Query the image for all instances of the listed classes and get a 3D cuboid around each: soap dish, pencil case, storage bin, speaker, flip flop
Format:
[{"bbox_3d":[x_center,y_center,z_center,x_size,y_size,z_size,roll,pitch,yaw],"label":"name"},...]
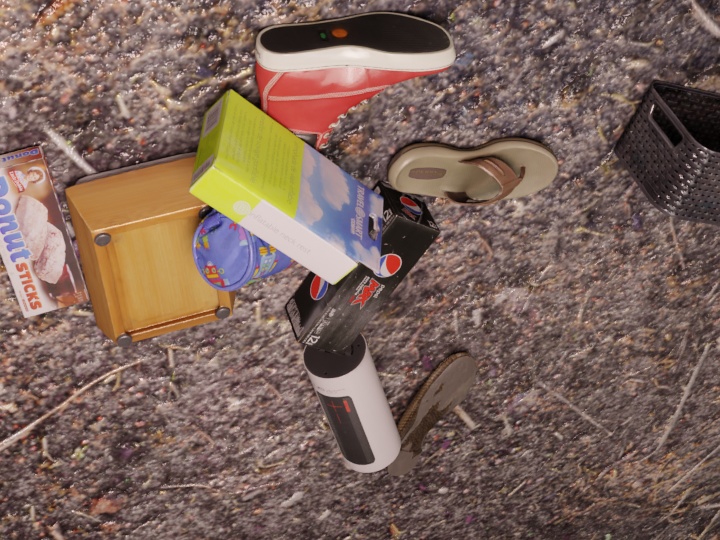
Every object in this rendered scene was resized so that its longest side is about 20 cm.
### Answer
[{"bbox_3d":[-0.210,-0.018,1.447,0.156,0.081,0.201,-14,136,-11],"label":"soap dish"},{"bbox_3d":[-0.088,-0.042,1.414,0.078,0.087,0.200,-25,180,33],"label":"pencil case"},{"bbox_3d":[0.405,-0.125,1.574,0.199,0.136,0.094,6,128,-28],"label":"storage bin"},{"bbox_3d":[-0.008,0.158,1.700,0.081,0.081,0.201,-22,136,-3],"label":"speaker"},{"bbox_3d":[0.127,-0.102,1.532,0.198,0.058,0.081,0,131,-23],"label":"flip flop"}]

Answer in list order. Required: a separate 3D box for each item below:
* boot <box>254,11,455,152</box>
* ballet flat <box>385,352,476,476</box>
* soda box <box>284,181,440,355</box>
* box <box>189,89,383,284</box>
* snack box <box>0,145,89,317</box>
[{"bbox_3d":[-0.006,-0.177,1.398,0.198,0.073,0.145,-5,133,-8],"label":"boot"},{"bbox_3d":[0.082,0.178,1.789,0.067,0.046,0.201,12,120,-32],"label":"ballet flat"},{"bbox_3d":[0.000,0.000,1.567,0.070,0.064,0.200,18,122,-36],"label":"soda box"},{"bbox_3d":[-0.067,-0.075,1.355,0.199,0.122,0.048,34,126,-25],"label":"box"},{"bbox_3d":[-0.333,-0.036,1.416,0.071,0.024,0.201,-15,135,-8],"label":"snack box"}]
